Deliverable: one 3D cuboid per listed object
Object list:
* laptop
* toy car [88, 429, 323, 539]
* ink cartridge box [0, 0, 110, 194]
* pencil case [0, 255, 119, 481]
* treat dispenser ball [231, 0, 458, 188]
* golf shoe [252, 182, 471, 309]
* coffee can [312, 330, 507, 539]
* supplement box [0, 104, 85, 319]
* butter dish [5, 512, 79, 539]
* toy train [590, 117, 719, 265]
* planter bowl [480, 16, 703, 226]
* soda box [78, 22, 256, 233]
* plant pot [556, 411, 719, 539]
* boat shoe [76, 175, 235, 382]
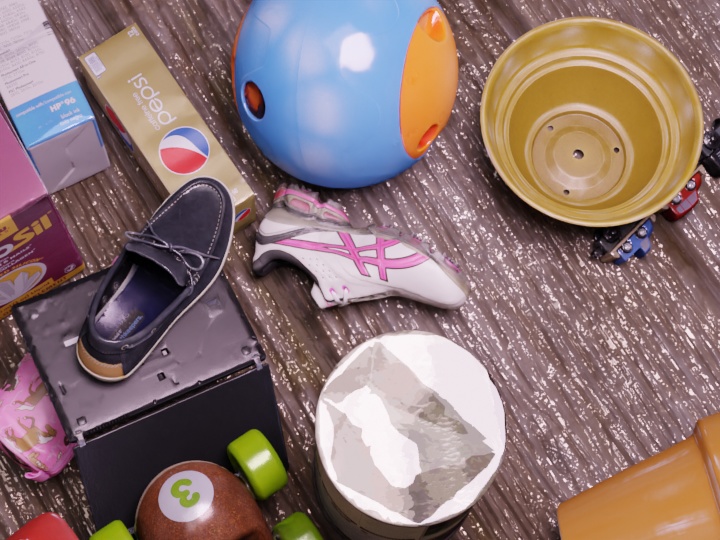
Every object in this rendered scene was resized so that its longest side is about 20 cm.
[{"bbox_3d":[-0.171,0.101,1.203,0.175,0.104,0.202,-22,71,-21],"label":"laptop"},{"bbox_3d":[-0.095,0.235,1.106,0.163,0.200,0.159,-32,104,-16],"label":"toy car"},{"bbox_3d":[-0.298,-0.184,1.287,0.067,0.116,0.202,-25,76,-10],"label":"ink cartridge box"},{"bbox_3d":[-0.234,0.082,1.227,0.201,0.086,0.083,-50,124,-15],"label":"pencil case"},{"bbox_3d":[-0.013,-0.173,1.250,0.197,0.201,0.204,1,73,-2],"label":"treat dispenser ball"},{"bbox_3d":[0.000,0.000,1.269,0.198,0.073,0.093,22,79,15],"label":"golf shoe"},{"bbox_3d":[0.034,0.145,1.154,0.144,0.200,0.149,1,73,-2],"label":"coffee can"},{"bbox_3d":[-0.318,-0.039,1.198,0.130,0.200,0.104,-31,76,-10],"label":"supplement box"},{"bbox_3d":[-0.258,0.326,1.124,0.199,0.149,0.199,-39,38,-11],"label":"butter dish"},{"bbox_3d":[0.287,-0.071,1.320,0.200,0.034,0.046,-41,92,-14],"label":"toy train"},{"bbox_3d":[0.202,-0.119,1.302,0.197,0.084,0.203,1,70,-2],"label":"planter bowl"},{"bbox_3d":[-0.172,-0.117,1.297,0.064,0.068,0.201,-32,76,-12],"label":"soda box"},{"bbox_3d":[0.259,0.226,1.154,0.181,0.200,0.203,-16,73,9],"label":"plant pot"},{"bbox_3d":[-0.160,-0.001,1.162,0.074,0.062,0.201,29,61,6],"label":"boat shoe"}]
